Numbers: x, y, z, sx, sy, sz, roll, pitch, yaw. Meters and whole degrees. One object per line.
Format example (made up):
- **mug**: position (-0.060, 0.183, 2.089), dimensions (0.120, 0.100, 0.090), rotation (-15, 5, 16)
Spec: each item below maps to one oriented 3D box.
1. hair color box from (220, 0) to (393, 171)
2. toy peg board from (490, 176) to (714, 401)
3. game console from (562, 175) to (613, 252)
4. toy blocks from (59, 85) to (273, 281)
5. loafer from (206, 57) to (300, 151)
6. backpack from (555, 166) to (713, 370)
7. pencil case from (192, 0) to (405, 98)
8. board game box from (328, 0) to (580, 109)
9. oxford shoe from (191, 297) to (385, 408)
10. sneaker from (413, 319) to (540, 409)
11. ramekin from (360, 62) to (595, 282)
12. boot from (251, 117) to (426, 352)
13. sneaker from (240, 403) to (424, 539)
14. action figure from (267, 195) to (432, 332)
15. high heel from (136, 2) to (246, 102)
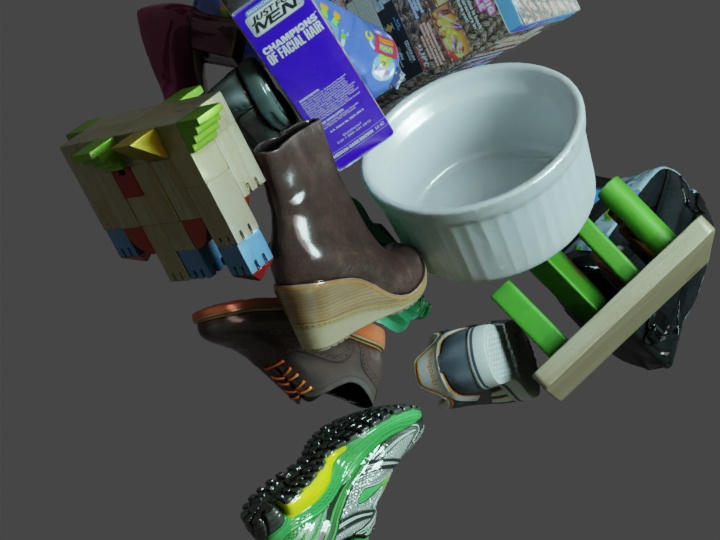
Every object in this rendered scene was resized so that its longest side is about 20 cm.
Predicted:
- **hair color box**: position (-0.054, -0.185, 1.238), dimensions (0.200, 0.065, 0.109), rotation (52, 5, -48)
- **toy peg board**: position (0.216, 0.012, 1.406), dimensions (0.098, 0.200, 0.199), rotation (47, 3, 13)
- **game console**: position (0.137, -0.098, 1.490), dimensions (0.200, 0.116, 0.176), rotation (-39, 100, -47)
- **toy blocks**: position (-0.138, -0.054, 1.161), dimensions (0.100, 0.200, 0.137), rotation (-42, 115, -37)
- **loafer**: position (-0.085, -0.118, 1.284), dimensions (0.072, 0.063, 0.200), rotation (65, 4, 20)
- **backpack**: position (0.288, -0.018, 1.598), dimensions (0.163, 0.154, 0.200), rotation (43, 68, -18)
- **pencil case**: position (-0.056, -0.207, 1.379), dimensions (0.200, 0.078, 0.087), rotation (19, 67, -38)
- **board game box**: position (0.078, -0.269, 1.449), dimensions (0.097, 0.200, 0.160), rotation (-22, 88, -47)
- **oxford shoe**: position (-0.053, 0.069, 1.260), dimensions (0.199, 0.071, 0.073), rotation (15, 66, -40)
- **sneaker**: position (0.108, 0.087, 1.413), dimensions (0.200, 0.079, 0.079), rotation (22, 54, -67)
- **ramekin**: position (0.109, -0.083, 1.336), dimensions (0.098, 0.200, 0.201), rotation (65, 35, -39)
- **boot**: position (-0.012, -0.042, 1.223), dimensions (0.200, 0.072, 0.167), rotation (-34, 115, -59)
- **sneaker**: position (-0.013, 0.177, 1.256), dimensions (0.200, 0.078, 0.085), rotation (-40, 107, -38)
- **action figure**: position (0.000, 0.000, 1.345), dimensions (0.200, 0.055, 0.119), rotation (35, 63, -43)
- **high heel**: position (-0.161, -0.127, 1.276), dimensions (0.067, 0.096, 0.201), rotation (68, 34, -67)
